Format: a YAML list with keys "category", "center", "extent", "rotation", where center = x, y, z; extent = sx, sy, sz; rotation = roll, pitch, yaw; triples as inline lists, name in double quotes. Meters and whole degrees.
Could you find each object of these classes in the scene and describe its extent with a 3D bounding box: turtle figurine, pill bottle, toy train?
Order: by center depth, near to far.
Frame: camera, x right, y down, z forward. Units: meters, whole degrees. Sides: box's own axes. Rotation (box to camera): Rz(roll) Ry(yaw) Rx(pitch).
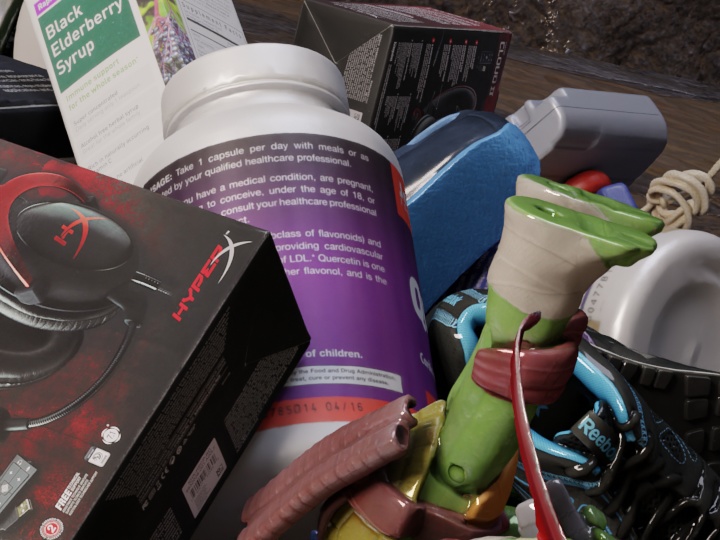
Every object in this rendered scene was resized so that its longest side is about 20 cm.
- category: "turtle figurine"
  center: [0.071, 0.078, 0.881]
  extent: [0.200, 0.194, 0.144]
  rotation: [26, 14, 37]
- category: "pill bottle"
  center: [-0.031, 0.014, 1.025]
  extent: [0.112, 0.200, 0.113]
  rotation: [-6, -28, -3]
- category: "pill bottle"
  center: [0.088, 0.032, 1.287]
  extent: [0.200, 0.120, 0.120]
  rotation: [7, 3, 44]
- category: "toy train"
  center: [0.109, -0.012, 1.437]
  extent: [0.116, 0.200, 0.085]
  rotation: [-8, 62, -37]

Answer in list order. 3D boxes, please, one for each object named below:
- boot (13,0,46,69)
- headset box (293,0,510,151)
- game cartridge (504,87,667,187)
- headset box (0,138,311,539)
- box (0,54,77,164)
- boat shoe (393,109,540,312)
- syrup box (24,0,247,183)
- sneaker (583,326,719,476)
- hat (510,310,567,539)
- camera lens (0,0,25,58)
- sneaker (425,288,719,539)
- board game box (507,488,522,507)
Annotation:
- category: "boot"
  center: [-0.137, -0.079, 1.522]
  extent: [0.073, 0.200, 0.090]
  rotation: [-31, -26, 35]
- category: "headset box"
  center: [0.024, -0.107, 1.822]
  extent: [0.075, 0.149, 0.200]
  rotation: [20, 13, 27]
- category: "game cartridge"
  center: [0.082, -0.034, 1.520]
  extent: [0.133, 0.200, 0.041]
  rotation: [-6, 61, -54]
- category: "headset box"
  center: [-0.143, 0.032, 0.930]
  extent: [0.200, 0.149, 0.075]
  rotation: [20, -28, 25]
- category: "box"
  center: [-0.252, -0.060, 1.358]
  extent: [0.200, 0.118, 0.197]
  rotation: [19, 11, 21]
- category: "boat shoe"
  center: [0.000, 0.000, 1.256]
  extent: [0.084, 0.200, 0.069]
  rotation: [57, -2, -29]
- category: "syrup box"
  center: [-0.102, -0.092, 1.321]
  extent: [0.081, 0.079, 0.200]
  rotation: [22, 41, -55]
- category: "sneaker"
  center: [0.118, 0.058, 1.150]
  extent: [0.200, 0.076, 0.088]
  rotation: [25, 10, -28]
- category: "hat"
  center: [0.065, 0.128, 0.647]
  extent: [0.200, 0.176, 0.166]
  rotation: [21, 13, 31]
- category: "camera lens"
  center: [-0.284, -0.141, 1.614]
  extent: [0.200, 0.160, 0.160]
  rotation: [16, 11, 12]
- category: "sneaker"
  center: [0.098, 0.086, 1.021]
  extent: [0.200, 0.073, 0.082]
  rotation: [42, -7, 3]
- category: "board game box"
  center: [0.148, 0.122, 1.203]
  extent: [0.200, 0.024, 0.105]
  rotation: [4, 17, -43]
